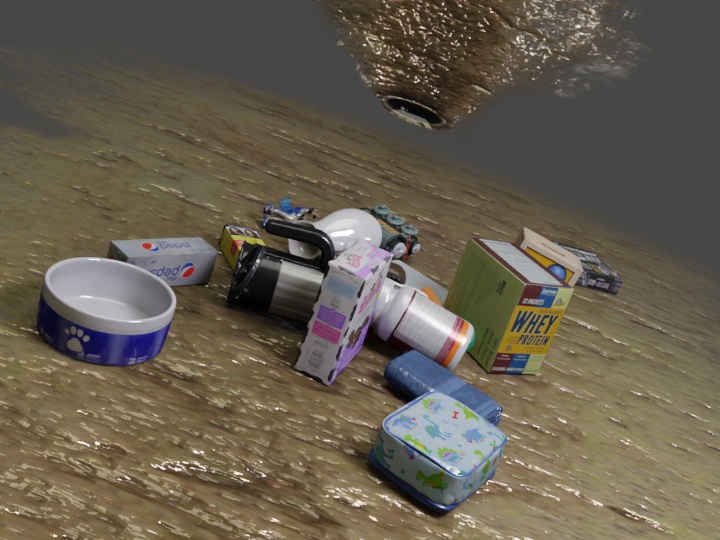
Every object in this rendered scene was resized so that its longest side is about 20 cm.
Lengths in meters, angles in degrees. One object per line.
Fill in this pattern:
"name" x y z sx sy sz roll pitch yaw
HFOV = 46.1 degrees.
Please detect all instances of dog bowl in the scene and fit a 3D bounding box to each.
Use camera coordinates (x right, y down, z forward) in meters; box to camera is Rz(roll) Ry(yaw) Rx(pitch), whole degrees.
"dog bowl" -0.388 0.060 1.295 0.197 0.080 0.201 18 21 -7

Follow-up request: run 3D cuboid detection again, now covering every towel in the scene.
"towel" 0.138 0.212 1.441 0.199 0.049 0.111 32 24 27

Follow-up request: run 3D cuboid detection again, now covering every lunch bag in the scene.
"lunch bag" 0.115 0.261 1.250 0.160 0.083 0.199 30 23 23

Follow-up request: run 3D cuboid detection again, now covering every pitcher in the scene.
"pitcher" -0.035 -0.069 1.864 0.198 0.123 0.171 -7 16 -40

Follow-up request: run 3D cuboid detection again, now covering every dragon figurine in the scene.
"dragon figurine" -0.167 -0.137 2.012 0.098 0.060 0.200 24 22 10

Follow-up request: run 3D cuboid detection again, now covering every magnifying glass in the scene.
"magnifying glass" 0.169 0.098 1.715 0.079 0.023 0.201 -23 38 -6

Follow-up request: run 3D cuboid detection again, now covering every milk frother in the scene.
"milk frother" -0.134 0.027 1.493 0.186 0.182 0.201 15 34 -7

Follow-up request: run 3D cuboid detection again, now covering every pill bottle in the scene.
"pill bottle" 0.099 0.099 1.555 0.198 0.110 0.110 31 21 0

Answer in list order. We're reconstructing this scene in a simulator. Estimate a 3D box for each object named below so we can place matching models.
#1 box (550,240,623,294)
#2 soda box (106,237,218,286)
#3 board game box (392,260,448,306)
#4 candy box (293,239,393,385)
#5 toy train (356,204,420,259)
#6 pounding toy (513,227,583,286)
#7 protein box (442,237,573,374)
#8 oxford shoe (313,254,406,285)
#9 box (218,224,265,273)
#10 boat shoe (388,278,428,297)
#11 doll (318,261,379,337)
"box" 0.645 -0.010 2.451 0.156 0.050 0.200 13 22 -18
"soda box" -0.357 -0.014 1.521 0.063 0.069 0.199 35 26 33
"board game box" 0.096 0.041 1.860 0.199 0.026 0.199 33 25 32
"candy box" -0.026 0.067 1.434 0.071 0.202 0.168 23 21 12
"toy train" 0.056 -0.092 2.088 0.113 0.086 0.199 -16 41 -39
"pounding toy" 0.390 0.020 1.994 0.198 0.186 0.142 28 20 -1
"protein box" 0.289 0.071 1.712 0.133 0.201 0.200 5 25 -32
"oxford shoe" 0.000 0.000 1.775 0.197 0.073 0.085 16 38 4
"box" -0.224 -0.026 1.699 0.074 0.051 0.200 9 24 -28
"boat shoe" 0.039 0.055 1.707 0.197 0.073 0.062 16 42 10
"doll" -0.015 0.059 1.645 0.200 0.049 0.136 44 51 17
